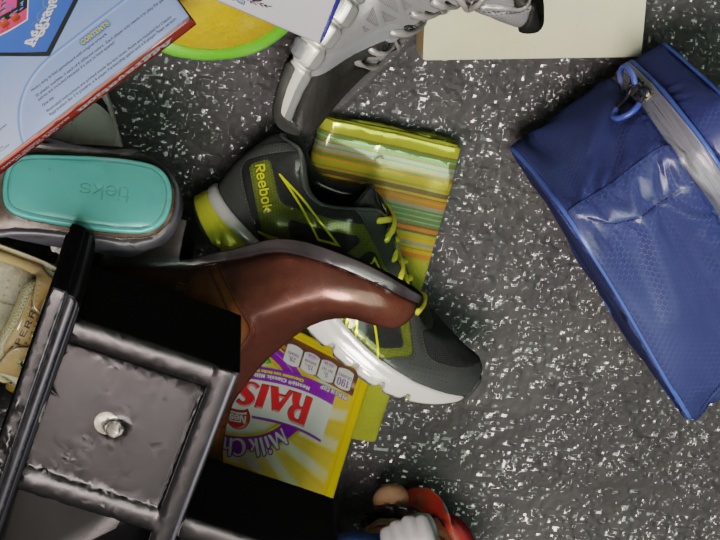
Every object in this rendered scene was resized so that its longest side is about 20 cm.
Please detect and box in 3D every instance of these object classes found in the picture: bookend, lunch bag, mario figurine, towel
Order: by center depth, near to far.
[{"bbox_3d":[-0.087,0.111,0.954,0.199,0.092,0.199,20,108,-10],"label":"bookend"},{"bbox_3d":[0.187,-0.034,1.093,0.132,0.136,0.200,-33,120,3],"label":"lunch bag"},{"bbox_3d":[-0.003,0.165,1.140,0.200,0.123,0.106,-4,119,-57],"label":"mario figurine"},{"bbox_3d":[-0.006,0.006,1.147,0.086,0.018,0.201,12,110,-9],"label":"towel"}]

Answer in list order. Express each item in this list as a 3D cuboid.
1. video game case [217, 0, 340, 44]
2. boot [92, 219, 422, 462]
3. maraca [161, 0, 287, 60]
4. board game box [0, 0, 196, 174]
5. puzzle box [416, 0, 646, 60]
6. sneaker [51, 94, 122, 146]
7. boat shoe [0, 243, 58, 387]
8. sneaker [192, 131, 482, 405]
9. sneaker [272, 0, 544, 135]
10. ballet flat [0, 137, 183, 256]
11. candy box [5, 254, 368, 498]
[{"bbox_3d":[-0.067,-0.228,0.932,0.181,0.201,0.045,23,147,-4],"label":"video game case"},{"bbox_3d":[-0.072,0.078,1.027,0.187,0.068,0.201,10,89,3],"label":"boot"},{"bbox_3d":[-0.081,-0.210,1.002,0.137,0.107,0.201,2,86,-16],"label":"maraca"},{"bbox_3d":[-0.190,-0.101,0.927,0.200,0.019,0.103,-37,87,1],"label":"board game box"},{"bbox_3d":[0.101,-0.218,1.069,0.132,0.025,0.201,-1,112,-9],"label":"puzzle box"},{"bbox_3d":[-0.183,-0.103,1.008,0.079,0.130,0.200,-17,113,-1],"label":"sneaker"},{"bbox_3d":[-0.196,0.017,1.001,0.200,0.063,0.073,32,99,8],"label":"boat shoe"},{"bbox_3d":[0.000,0.000,1.093,0.200,0.075,0.085,37,106,-14],"label":"sneaker"},{"bbox_3d":[0.037,-0.139,1.037,0.115,0.075,0.200,29,114,-1],"label":"sneaker"},{"bbox_3d":[-0.191,-0.044,0.986,0.199,0.073,0.073,11,110,-6],"label":"ballet flat"},{"bbox_3d":[-0.095,0.062,1.106,0.199,0.026,0.103,25,64,-13],"label":"candy box"}]
